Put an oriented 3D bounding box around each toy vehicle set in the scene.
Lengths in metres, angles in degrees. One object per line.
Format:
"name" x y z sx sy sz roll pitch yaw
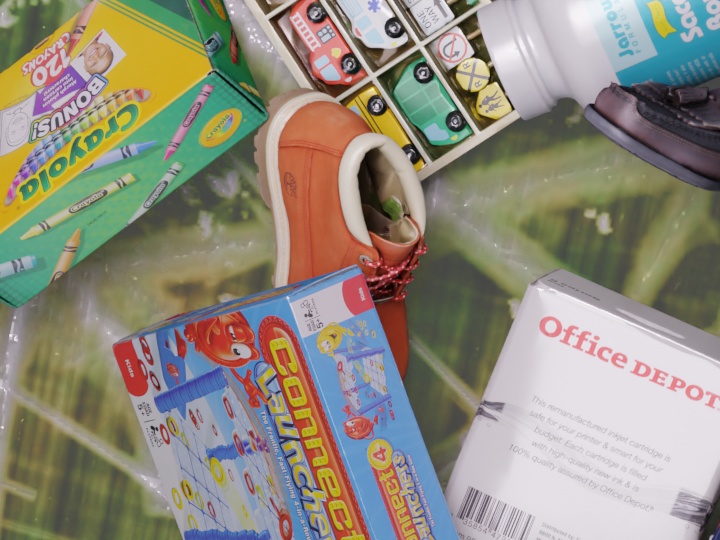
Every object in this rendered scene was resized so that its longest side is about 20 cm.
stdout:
"toy vehicle set" 0.010 -0.154 1.621 0.124 0.027 0.200 -33 90 15

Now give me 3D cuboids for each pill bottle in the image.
"pill bottle" 0.170 -0.154 1.537 0.200 0.111 0.111 -24 92 11

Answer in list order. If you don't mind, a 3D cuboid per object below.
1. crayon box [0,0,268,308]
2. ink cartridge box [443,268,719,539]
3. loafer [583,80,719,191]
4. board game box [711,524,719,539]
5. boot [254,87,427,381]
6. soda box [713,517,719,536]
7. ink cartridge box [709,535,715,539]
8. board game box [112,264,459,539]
"crayon box" -0.159 -0.084 1.622 0.200 0.058 0.119 -36 46 15
"ink cartridge box" 0.135 0.118 1.601 0.145 0.084 0.200 24 103 11
"loafer" 0.203 -0.078 1.518 0.072 0.200 0.063 45 110 43
"board game box" 0.286 0.172 1.459 0.200 0.200 0.062 29 118 7
"boot" 0.000 0.000 1.587 0.075 0.107 0.200 -26 117 -26
"soda box" 0.238 0.166 1.598 0.068 0.064 0.200 20 103 10
"ink cartridge box" 0.182 0.265 1.519 0.084 0.144 0.200 25 105 8
"board game box" -0.042 0.112 1.602 0.196 0.056 0.200 -16 95 54
